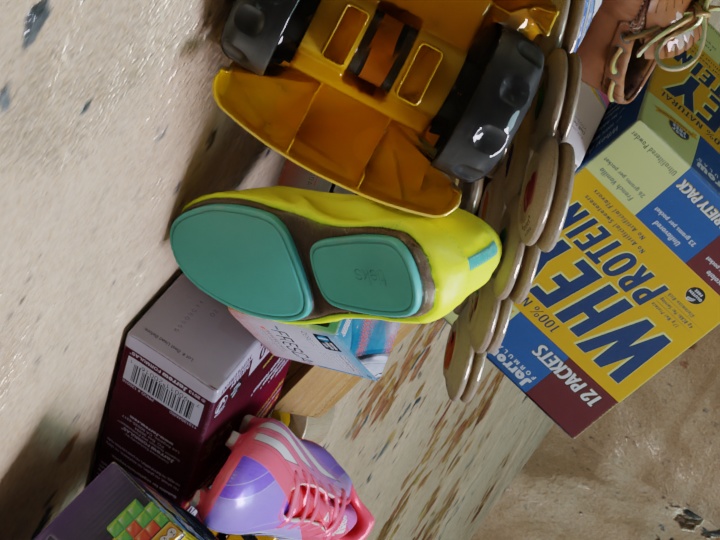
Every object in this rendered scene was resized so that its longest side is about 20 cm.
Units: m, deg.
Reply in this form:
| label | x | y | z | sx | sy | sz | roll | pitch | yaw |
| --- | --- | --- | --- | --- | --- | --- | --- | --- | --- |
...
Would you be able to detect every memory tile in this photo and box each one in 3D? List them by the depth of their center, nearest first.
| label | x | y | z | sx | sy | sz | roll | pitch | yaw |
| --- | --- | --- | --- | --- | --- | --- | --- | --- | --- |
| memory tile | 0.072 | -0.039 | 1.160 | 0.200 | 0.017 | 0.154 | 112 | -12 | -57 |

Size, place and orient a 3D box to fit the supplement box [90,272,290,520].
| label | x | y | z | sx | sy | sz | roll | pitch | yaw |
| --- | --- | --- | --- | --- | --- | --- | --- | --- | --- |
| supplement box | -0.091 | 0.076 | 1.332 | 0.109 | 0.061 | 0.200 | -50 | 168 | -38 |

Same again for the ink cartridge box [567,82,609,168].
| label | x | y | z | sx | sy | sz | roll | pitch | yaw |
| --- | --- | --- | --- | --- | --- | --- | --- | --- | --- |
| ink cartridge box | 0.090 | -0.090 | 1.515 | 0.117 | 0.067 | 0.200 | -35 | -165 | 35 |

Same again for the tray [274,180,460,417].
| label | x | y | z | sx | sy | sz | roll | pitch | yaw |
| --- | --- | --- | --- | --- | --- | --- | --- | --- | --- |
| tray | 0.000 | 0.000 | 1.358 | 0.200 | 0.037 | 0.099 | 134 | -38 | -55 |

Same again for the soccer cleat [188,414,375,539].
| label | x | y | z | sx | sy | sz | roll | pitch | yaw |
| --- | --- | --- | --- | --- | --- | --- | --- | --- | --- |
| soccer cleat | -0.038 | 0.125 | 1.339 | 0.067 | 0.076 | 0.200 | -58 | 170 | 0 |

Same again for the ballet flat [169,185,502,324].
| label | x | y | z | sx | sy | sz | roll | pitch | yaw |
| --- | --- | --- | --- | --- | --- | --- | --- | --- | --- |
| ballet flat | -0.009 | -0.010 | 1.149 | 0.067 | 0.200 | 0.067 | -26 | 110 | -35 |

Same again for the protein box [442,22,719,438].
| label | x | y | z | sx | sy | sz | roll | pitch | yaw |
| --- | --- | --- | --- | --- | --- | --- | --- | --- | --- |
| protein box | 0.173 | -0.037 | 1.572 | 0.198 | 0.135 | 0.200 | -42 | -168 | 30 |

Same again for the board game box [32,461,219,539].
| label | x | y | z | sx | sy | sz | roll | pitch | yaw |
| --- | --- | --- | --- | --- | --- | --- | --- | --- | --- |
| board game box | -0.158 | 0.199 | 1.232 | 0.200 | 0.057 | 0.165 | -45 | 161 | -4 |

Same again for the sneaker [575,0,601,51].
| label | x | y | z | sx | sy | sz | roll | pitch | yaw |
| --- | --- | --- | --- | --- | --- | --- | --- | --- | --- |
| sneaker | 0.086 | -0.175 | 1.219 | 0.200 | 0.077 | 0.085 | 66 | 31 | -48 |

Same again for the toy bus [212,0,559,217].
| label | x | y | z | sx | sy | sz | roll | pitch | yaw |
| --- | --- | --- | --- | --- | --- | --- | --- | --- | --- |
| toy bus | 0.030 | -0.142 | 1.121 | 0.200 | 0.135 | 0.192 | -63 | -177 | 9 |

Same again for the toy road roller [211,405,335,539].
| label | x | y | z | sx | sy | sz | roll | pitch | yaw |
| --- | --- | --- | --- | --- | --- | --- | --- | --- | --- |
| toy road roller | -0.058 | 0.161 | 1.500 | 0.200 | 0.146 | 0.123 | -60 | 170 | 8 |

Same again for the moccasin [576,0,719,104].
| label | x | y | z | sx | sy | sz | roll | pitch | yaw |
| --- | --- | --- | --- | --- | --- | --- | --- | --- | --- |
| moccasin | 0.166 | -0.148 | 1.332 | 0.074 | 0.078 | 0.201 | -40 | 173 | -29 |

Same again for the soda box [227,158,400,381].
| label | x | y | z | sx | sy | sz | roll | pitch | yaw |
| --- | --- | --- | --- | --- | --- | --- | --- | --- | --- |
| soda box | 0.005 | -0.050 | 1.243 | 0.064 | 0.068 | 0.201 | 47 | 60 | -57 |
